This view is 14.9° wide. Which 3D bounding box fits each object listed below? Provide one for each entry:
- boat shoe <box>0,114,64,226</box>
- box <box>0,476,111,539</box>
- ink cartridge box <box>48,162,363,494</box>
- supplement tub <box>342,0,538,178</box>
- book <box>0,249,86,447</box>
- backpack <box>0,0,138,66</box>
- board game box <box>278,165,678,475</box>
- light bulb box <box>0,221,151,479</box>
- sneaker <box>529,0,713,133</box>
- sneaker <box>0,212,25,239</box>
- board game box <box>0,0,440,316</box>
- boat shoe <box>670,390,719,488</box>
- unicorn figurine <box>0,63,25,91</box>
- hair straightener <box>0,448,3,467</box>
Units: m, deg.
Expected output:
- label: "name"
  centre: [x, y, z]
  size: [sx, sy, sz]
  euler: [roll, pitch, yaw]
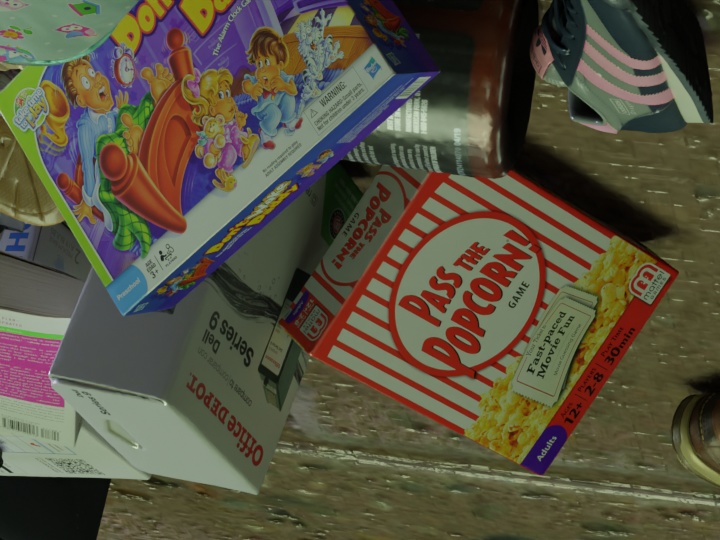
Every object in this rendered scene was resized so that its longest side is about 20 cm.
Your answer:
- label: "boat shoe"
  centre: [-0.248, -0.095, 1.615]
  size: [0.199, 0.071, 0.069]
  euler: [32, -160, -5]
- label: "box"
  centre: [-0.344, 0.174, 2.251]
  size: [0.199, 0.118, 0.197]
  euler: [-3, 153, 36]
- label: "ink cartridge box"
  centre: [-0.085, 0.010, 1.595]
  size: [0.084, 0.201, 0.146]
  euler: [10, 159, 27]
- label: "supplement tub"
  centre: [-0.013, -0.110, 1.407]
  size: [0.199, 0.107, 0.107]
  euler: [8, 158, 11]
- label: "book"
  centre: [-0.234, 0.046, 1.686]
  size: [0.133, 0.048, 0.200]
  euler: [15, 154, 0]
- label: "backpack"
  centre: [-0.149, -0.183, 1.267]
  size: [0.166, 0.127, 0.200]
  euler: [21, 152, -18]
- label: "board game box"
  centre: [0.071, 0.016, 1.614]
  size: [0.200, 0.152, 0.046]
  euler: [28, -172, -36]
- label: "light bulb box"
  centre: [-0.261, 0.053, 1.904]
  size: [0.199, 0.125, 0.198]
  euler: [-1, 154, 28]
- label: "sneaker"
  centre: [0.115, -0.120, 1.350]
  size: [0.082, 0.070, 0.200]
  euler: [-10, 151, 18]
- label: "sneaker"
  centre: [-0.285, -0.048, 1.732]
  size: [0.129, 0.080, 0.199]
  euler: [18, 168, -40]
- label: "board game box"
  centre: [-0.074, -0.090, 1.343]
  size: [0.200, 0.135, 0.045]
  euler: [-41, 164, 28]
- label: "boat shoe"
  centre: [0.308, 0.137, 1.884]
  size: [0.199, 0.072, 0.067]
  euler: [25, 157, -23]
- label: "unicorn figurine"
  centre: [-0.228, -0.134, 1.496]
  size: [0.137, 0.074, 0.200]
  euler: [22, 164, 3]
- label: "hair straightener"
  centre: [-0.300, 0.132, 1.836]
  size: [0.041, 0.077, 0.200]
  euler: [44, -174, 18]
